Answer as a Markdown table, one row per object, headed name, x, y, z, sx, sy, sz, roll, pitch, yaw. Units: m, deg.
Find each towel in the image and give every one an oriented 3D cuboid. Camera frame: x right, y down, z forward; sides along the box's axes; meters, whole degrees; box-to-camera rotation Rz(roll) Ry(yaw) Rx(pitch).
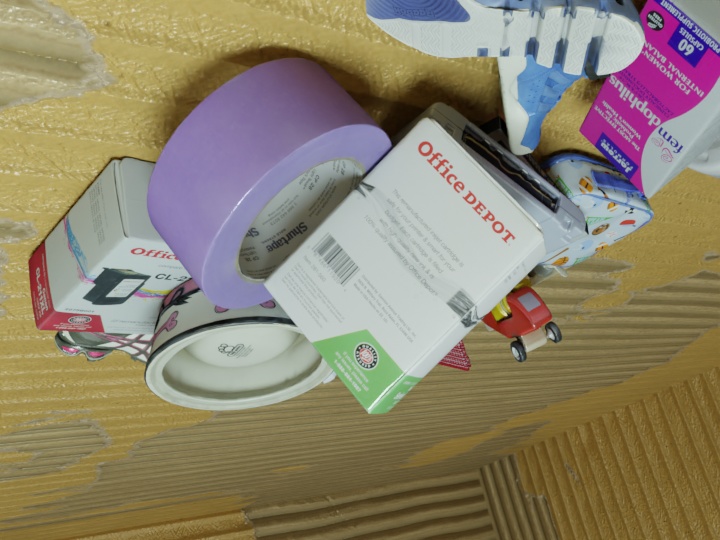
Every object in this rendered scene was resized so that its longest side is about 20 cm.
| name | x | y | z | sx | sy | sz | roll | pitch | yaw |
| --- | --- | --- | --- | --- | --- | --- | --- | --- | --- |
| towel | 0.074 | 0.087 | 1.073 | 0.142 | 0.023 | 0.200 | 11 | 161 | 17 |

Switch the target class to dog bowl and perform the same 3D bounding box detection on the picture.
| name | x | y | z | sx | sy | sz | roll | pitch | yaw |
| --- | --- | --- | --- | --- | --- | --- | --- | --- | --- |
| dog bowl | -0.123 | 0.071 | 0.821 | 0.196 | 0.075 | 0.201 | -8 | 150 | -5 |

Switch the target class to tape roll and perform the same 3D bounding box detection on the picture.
| name | x | y | z | sx | sy | sz | roll | pitch | yaw |
| --- | --- | --- | --- | --- | --- | --- | --- | --- | --- |
| tape roll | -0.072 | -0.068 | 0.666 | 0.199 | 0.085 | 0.201 | -37 | 160 | -16 |

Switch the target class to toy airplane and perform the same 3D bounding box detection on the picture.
| name | x | y | z | sx | sy | sz | roll | pitch | yaw |
| --- | --- | --- | --- | --- | --- | --- | --- | --- | --- |
| toy airplane | 0.202 | 0.038 | 1.168 | 0.196 | 0.143 | 0.200 | -14 | -163 | 32 |

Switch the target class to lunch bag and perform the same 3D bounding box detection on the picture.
| name | x | y | z | sx | sy | sz | roll | pitch | yaw |
| --- | --- | --- | --- | --- | --- | --- | --- | --- | --- |
| lunch bag | 0.266 | -0.075 | 0.993 | 0.197 | 0.077 | 0.160 | 6 | 147 | -40 |

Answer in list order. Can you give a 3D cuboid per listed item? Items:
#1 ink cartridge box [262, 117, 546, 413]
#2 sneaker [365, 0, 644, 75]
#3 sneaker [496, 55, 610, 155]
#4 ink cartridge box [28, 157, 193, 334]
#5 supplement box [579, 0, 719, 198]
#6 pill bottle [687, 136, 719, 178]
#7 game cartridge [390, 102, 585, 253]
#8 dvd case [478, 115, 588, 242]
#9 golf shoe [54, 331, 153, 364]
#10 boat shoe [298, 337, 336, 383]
| name | x | y | z | sx | sy | sz | roll | pitch | yaw |
| --- | --- | --- | --- | --- | --- | --- | --- | --- | --- |
| ink cartridge box | 0.040 | -0.002 | 0.675 | 0.200 | 0.146 | 0.084 | -44 | 162 | 5 |
| sneaker | 0.103 | -0.213 | 0.556 | 0.195 | 0.117 | 0.081 | 14 | 157 | 7 |
| sneaker | 0.176 | -0.172 | 0.694 | 0.109 | 0.078 | 0.201 | -9 | 153 | 11 |
| ink cartridge box | -0.222 | -0.014 | 0.796 | 0.144 | 0.084 | 0.199 | 7 | 149 | -43 |
| supplement box | 0.287 | -0.171 | 0.701 | 0.103 | 0.101 | 0.201 | -38 | 163 | -16 |
| pill bottle | 0.429 | -0.150 | 0.871 | 0.197 | 0.114 | 0.112 | 5 | 151 | -41 |
| game cartridge | 0.110 | -0.076 | 0.795 | 0.198 | 0.041 | 0.133 | 34 | 146 | -19 |
| dvd case | 0.143 | -0.070 | 0.885 | 0.149 | 0.025 | 0.199 | -26 | 134 | 30 |
| golf shoe | -0.268 | 0.067 | 0.974 | 0.197 | 0.078 | 0.088 | 2 | 145 | -38 |
| boat shoe | -0.052 | 0.052 | 0.965 | 0.066 | 0.201 | 0.074 | -29 | 128 | -1 |
